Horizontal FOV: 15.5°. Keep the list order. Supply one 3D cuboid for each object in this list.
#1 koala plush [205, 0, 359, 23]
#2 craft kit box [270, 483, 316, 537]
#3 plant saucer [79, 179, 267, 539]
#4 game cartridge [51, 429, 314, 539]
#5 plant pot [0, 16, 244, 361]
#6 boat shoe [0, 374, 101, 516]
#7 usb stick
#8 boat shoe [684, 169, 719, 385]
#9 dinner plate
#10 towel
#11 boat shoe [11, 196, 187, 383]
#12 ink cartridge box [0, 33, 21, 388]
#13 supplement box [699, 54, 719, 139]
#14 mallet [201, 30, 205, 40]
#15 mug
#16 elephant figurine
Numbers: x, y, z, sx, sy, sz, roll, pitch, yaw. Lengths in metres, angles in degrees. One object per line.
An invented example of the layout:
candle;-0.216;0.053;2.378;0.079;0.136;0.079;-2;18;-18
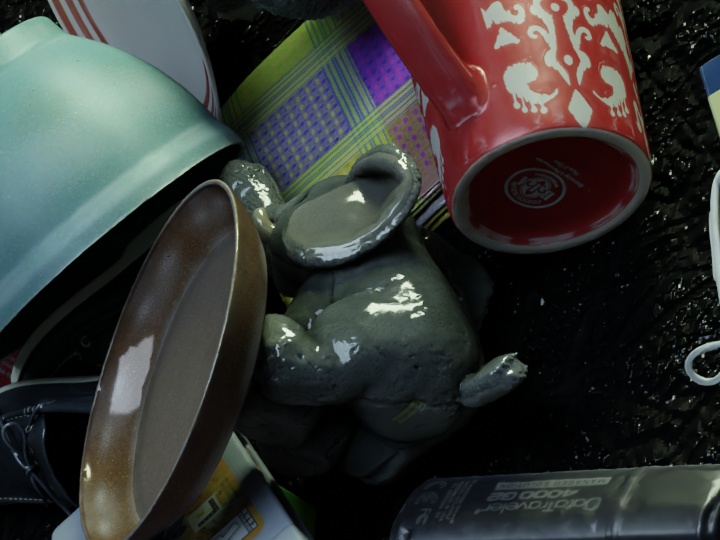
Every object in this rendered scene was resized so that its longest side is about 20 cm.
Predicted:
koala plush;-0.072;-0.224;1.570;0.199;0.177;0.185;-7;49;49
craft kit box;-0.117;0.232;1.424;0.199;0.048;0.199;-19;55;33
plant saucer;-0.094;0.052;1.372;0.201;0.032;0.200;-90;26;-44
game cartridge;-0.093;0.155;1.375;0.133;0.042;0.200;-39;31;-2
plant pot;-0.184;-0.059;1.527;0.200;0.200;0.134;-41;86;14
boat shoe;-0.171;0.102;1.527;0.199;0.075;0.062;-13;23;32
usb stick;0.101;0.121;1.298;0.199;0.033;0.056;-6;37;39
boat shoe;0.194;0.030;1.238;0.074;0.086;0.203;-23;51;30
dinner plate;-0.139;-0.157;1.598;0.024;0.201;0.200;-32;37;-21
towel;-0.011;-0.071;1.537;0.144;0.023;0.200;-42;43;15
boat shoe;-0.128;0.034;1.543;0.199;0.074;0.066;-41;73;26
ink cartridge box;-0.248;-0.035;1.634;0.085;0.147;0.201;-8;58;43
supplement box;0.283;-0.034;1.161;0.199;0.134;0.201;-31;47;24
mallet;-0.184;-0.129;1.726;0.199;0.066;0.041;-5;61;23
mug;0.062;-0.120;1.404;0.134;0.176;0.201;114;151;-51
elephant figurine;0.000;0.000;1.400;0.142;0.154;0.201;111;167;-53
